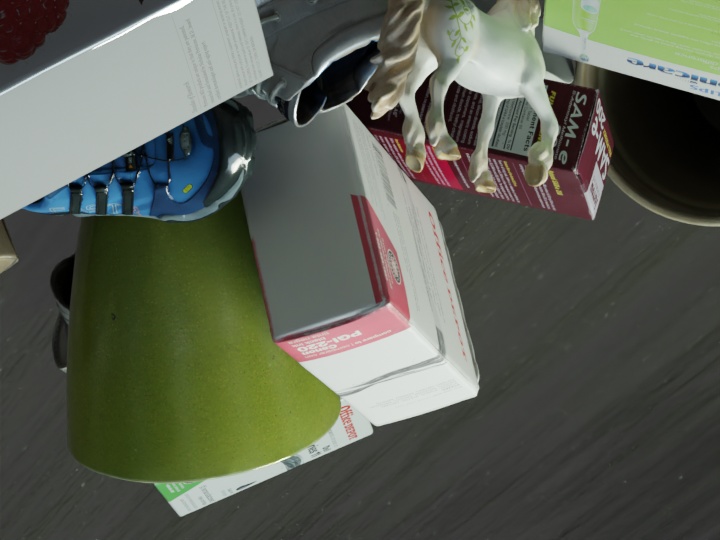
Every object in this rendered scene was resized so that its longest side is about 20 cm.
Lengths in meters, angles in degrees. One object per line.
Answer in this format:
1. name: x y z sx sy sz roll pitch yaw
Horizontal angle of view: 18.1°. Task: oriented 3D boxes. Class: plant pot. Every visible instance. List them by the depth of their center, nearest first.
1. plant pot: -0.117 0.009 1.494 0.186 0.201 0.187 -6 -160 2
2. plant pot: 0.271 -0.141 1.619 0.199 0.201 0.173 -32 176 22

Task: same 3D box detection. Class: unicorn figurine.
1. unicorn figurine: 0.071 -0.119 1.338 0.073 0.139 0.200 -4 166 22

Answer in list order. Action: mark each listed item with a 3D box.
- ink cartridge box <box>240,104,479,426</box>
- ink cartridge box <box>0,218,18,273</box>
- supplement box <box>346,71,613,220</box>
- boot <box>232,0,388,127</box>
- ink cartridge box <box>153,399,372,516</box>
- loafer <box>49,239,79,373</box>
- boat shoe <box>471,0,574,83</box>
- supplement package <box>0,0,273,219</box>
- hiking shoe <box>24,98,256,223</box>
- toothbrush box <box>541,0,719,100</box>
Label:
1. ink cartridge box: 0.000 0.000 1.461 0.084 0.147 0.200 -19 156 14
2. ink cartridge box: -0.345 0.011 1.438 0.200 0.075 0.164 -37 158 32
3. supplement box: 0.060 -0.095 1.484 0.199 0.061 0.109 14 168 15
4. boot: -0.062 -0.126 1.371 0.199 0.096 0.073 -33 158 26
5. ink cartridge box: -0.096 0.131 2.021 0.199 0.083 0.147 -24 161 -2
6. loafer: -0.193 0.011 1.631 0.069 0.070 0.200 -6 147 -29
7. boat shoe: 0.077 -0.145 1.518 0.063 0.071 0.200 -29 159 22
8. supplement package: -0.164 -0.127 1.174 0.199 0.122 0.120 -29 158 -7
9. hiking shoe: -0.150 -0.062 1.366 0.199 0.075 0.086 -10 175 39
10. toothbrush box: 0.188 -0.185 1.337 0.145 0.087 0.200 16 162 9
